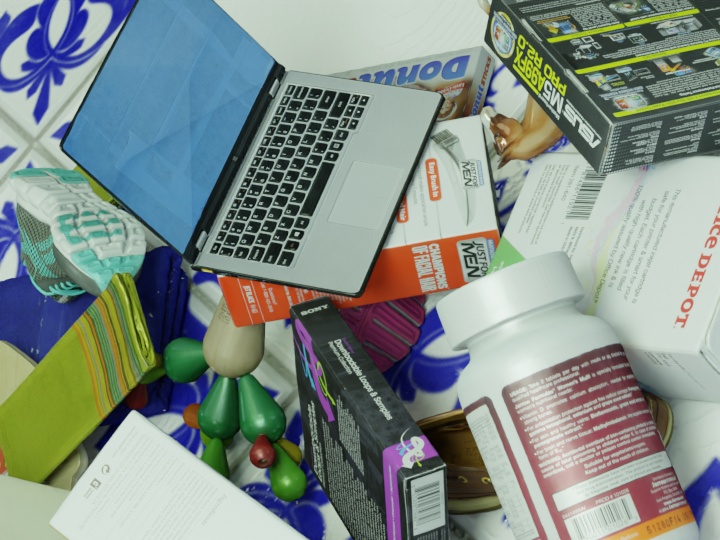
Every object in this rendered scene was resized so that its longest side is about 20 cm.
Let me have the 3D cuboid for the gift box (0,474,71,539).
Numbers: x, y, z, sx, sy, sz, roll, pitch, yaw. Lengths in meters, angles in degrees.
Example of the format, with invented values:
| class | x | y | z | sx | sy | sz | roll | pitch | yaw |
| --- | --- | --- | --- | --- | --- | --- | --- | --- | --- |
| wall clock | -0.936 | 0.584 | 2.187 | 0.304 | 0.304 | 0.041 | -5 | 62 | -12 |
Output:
| class | x | y | z | sx | sy | sz | roll | pitch | yaw |
| --- | --- | --- | --- | --- | --- | --- | --- | --- | --- |
| gift box | -0.319 | 0.216 | 1.705 | 0.184 | 0.186 | 0.201 | -22 | 58 | 52 |

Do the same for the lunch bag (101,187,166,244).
| class | x | y | z | sx | sy | sz | roll | pitch | yaw |
| --- | --- | --- | --- | --- | --- | --- | --- | --- | --- |
| lunch bag | -0.123 | -0.061 | 1.810 | 0.200 | 0.161 | 0.083 | 23 | 75 | 49 |

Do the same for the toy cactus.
| class | x | y | z | sx | sy | sz | roll | pitch | yaw |
| --- | --- | --- | --- | --- | --- | --- | --- | --- | --- |
| toy cactus | -0.109 | 0.088 | 1.704 | 0.200 | 0.102 | 0.166 | 42 | 126 | 46 |

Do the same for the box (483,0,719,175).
| class | x | y | z | sx | sy | sz | roll | pitch | yaw |
| --- | --- | --- | --- | --- | --- | --- | --- | --- | --- |
| box | 0.207 | -0.145 | 1.567 | 0.199 | 0.044 | 0.160 | -14 | 46 | -25 |

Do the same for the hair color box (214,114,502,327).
| class | x | y | z | sx | sy | sz | roll | pitch | yaw |
| --- | --- | --- | --- | --- | --- | --- | --- | --- | --- |
| hair color box | -0.002 | -0.035 | 1.646 | 0.199 | 0.064 | 0.111 | -10 | 50 | 6 |

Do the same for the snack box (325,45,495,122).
| class | x | y | z | sx | sy | sz | roll | pitch | yaw |
| --- | --- | --- | --- | --- | --- | --- | --- | --- | --- |
| snack box | 0.014 | -0.130 | 1.845 | 0.199 | 0.024 | 0.072 | -7 | 55 | 38 |

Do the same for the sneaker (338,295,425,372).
| class | x | y | z | sx | sy | sz | roll | pitch | yaw |
| --- | --- | --- | --- | --- | --- | --- | --- | --- | --- |
| sneaker | 0.000 | 0.000 | 1.727 | 0.088 | 0.081 | 0.201 | -9 | 47 | 38 |

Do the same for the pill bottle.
| class | x | y | z | sx | sy | sz | roll | pitch | yaw |
| --- | --- | --- | --- | --- | --- | --- | --- | --- | --- |
| pill bottle | 0.126 | 0.097 | 1.449 | 0.109 | 0.109 | 0.201 | -26 | 80 | 24 |

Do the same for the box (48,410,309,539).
| class | x | y | z | sx | sy | sz | roll | pitch | yaw |
| --- | --- | --- | --- | --- | --- | --- | --- | --- | --- |
| box | -0.090 | 0.201 | 1.558 | 0.200 | 0.124 | 0.098 | 33 | 81 | 25 |

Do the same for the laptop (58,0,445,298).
| class | x | y | z | sx | sy | sz | roll | pitch | yaw |
| --- | --- | --- | --- | --- | --- | --- | --- | --- | --- |
| laptop | -0.070 | -0.102 | 1.599 | 0.199 | 0.116 | 0.188 | 10 | 55 | 20 |

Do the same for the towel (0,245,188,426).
| class | x | y | z | sx | sy | sz | roll | pitch | yaw |
| --- | --- | --- | --- | --- | --- | --- | --- | --- | --- |
| towel | -0.227 | 0.064 | 1.897 | 0.199 | 0.049 | 0.149 | -12 | 63 | 34 |

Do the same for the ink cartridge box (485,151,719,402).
| class | x | y | z | sx | sy | sz | roll | pitch | yaw |
| --- | --- | --- | --- | --- | --- | --- | --- | --- | --- |
| ink cartridge box | 0.189 | 0.003 | 1.547 | 0.199 | 0.084 | 0.145 | 4 | 63 | 44 |

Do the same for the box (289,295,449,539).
| class | x | y | z | sx | sy | sz | roll | pitch | yaw |
| --- | --- | --- | --- | --- | --- | --- | --- | --- | --- |
| box | 0.006 | 0.129 | 1.577 | 0.036 | 0.144 | 0.200 | -18 | 40 | -17 |

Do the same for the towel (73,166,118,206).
| class | x | y | z | sx | sy | sz | roll | pitch | yaw |
| --- | --- | --- | --- | --- | --- | --- | --- | --- | --- |
| towel | -0.186 | -0.119 | 2.010 | 0.200 | 0.018 | 0.086 | -48 | 37 | 4 |

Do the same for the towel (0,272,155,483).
| class | x | y | z | sx | sy | sz | roll | pitch | yaw |
| --- | --- | --- | --- | --- | --- | --- | --- | --- | --- |
| towel | -0.222 | 0.091 | 1.766 | 0.200 | 0.018 | 0.086 | -45 | 51 | 35 |

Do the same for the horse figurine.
| class | x | y | z | sx | sy | sz | roll | pitch | yaw |
| --- | --- | --- | --- | --- | --- | --- | --- | --- | --- |
| horse figurine | 0.162 | -0.153 | 1.641 | 0.133 | 0.199 | 0.050 | 67 | 151 | 21 |

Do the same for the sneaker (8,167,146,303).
| class | x | y | z | sx | sy | sz | roll | pitch | yaw |
| --- | --- | --- | --- | --- | --- | --- | --- | --- | --- |
| sneaker | -0.225 | -0.011 | 1.844 | 0.200 | 0.077 | 0.092 | -136 | 47 | -56 |

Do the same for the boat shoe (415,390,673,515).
| class | x | y | z | sx | sy | sz | roll | pitch | yaw |
| --- | --- | --- | --- | --- | --- | --- | --- | --- | --- |
| boat shoe | 0.111 | 0.115 | 1.544 | 0.199 | 0.068 | 0.072 | -15 | 51 | 33 |

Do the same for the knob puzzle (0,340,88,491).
| class | x | y | z | sx | sy | sz | roll | pitch | yaw |
| --- | --- | --- | --- | --- | --- | --- | --- | --- | --- |
| knob puzzle | -0.287 | 0.157 | 1.860 | 0.219 | 0.030 | 0.221 | -8 | 77 | 36 |
